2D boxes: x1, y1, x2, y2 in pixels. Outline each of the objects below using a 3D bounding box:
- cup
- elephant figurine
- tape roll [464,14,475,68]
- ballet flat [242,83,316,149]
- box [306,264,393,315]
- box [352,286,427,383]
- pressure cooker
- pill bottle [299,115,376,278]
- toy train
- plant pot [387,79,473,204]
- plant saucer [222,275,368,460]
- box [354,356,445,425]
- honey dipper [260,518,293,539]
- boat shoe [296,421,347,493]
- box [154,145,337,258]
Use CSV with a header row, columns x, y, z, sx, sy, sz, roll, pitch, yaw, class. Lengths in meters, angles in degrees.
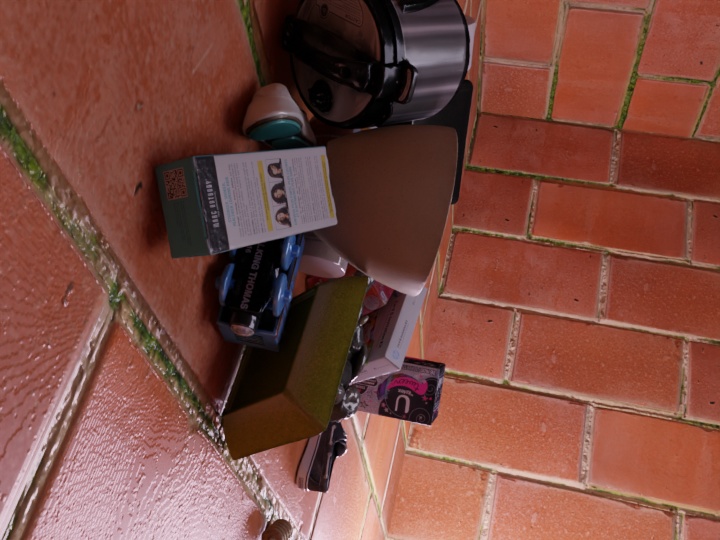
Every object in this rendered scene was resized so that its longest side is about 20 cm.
x,y,z,sx,sy,sz,roll,pitch,yaw,class
0.018,-0.085,0.928,0.200,0.141,0.204,-167,-90,-83,cup
-0.038,0.116,1.158,0.142,0.153,0.202,54,41,-32,elephant figurine
0.074,-0.353,1.205,0.203,0.198,0.072,-59,155,-61,tape roll
-0.093,-0.173,0.887,0.200,0.068,0.071,7,92,-83,ballet flat
0.000,0.000,1.279,0.096,0.099,0.200,59,22,-10,box
0.011,0.107,1.293,0.041,0.199,0.158,39,53,-24,box
0.013,-0.255,0.925,0.198,0.175,0.182,-17,90,-41,pressure cooker
-0.039,-0.099,1.056,0.112,0.110,0.204,67,34,-69,pill bottle
-0.105,-0.013,0.881,0.115,0.085,0.203,95,6,-66,toy train
0.047,-0.210,1.248,0.177,0.197,0.204,-22,122,-61,plant pot
-0.088,0.105,0.922,0.199,0.048,0.203,-28,-144,46,plant saucer
0.061,0.231,1.579,0.132,0.196,0.117,10,88,-78,box
-0.143,0.401,1.114,0.200,0.037,0.039,-8,107,-77,honey dipper
-0.053,0.302,1.398,0.201,0.066,0.073,-68,163,-48,boat shoe
-0.099,-0.068,0.744,0.199,0.048,0.084,-18,100,-57,box
